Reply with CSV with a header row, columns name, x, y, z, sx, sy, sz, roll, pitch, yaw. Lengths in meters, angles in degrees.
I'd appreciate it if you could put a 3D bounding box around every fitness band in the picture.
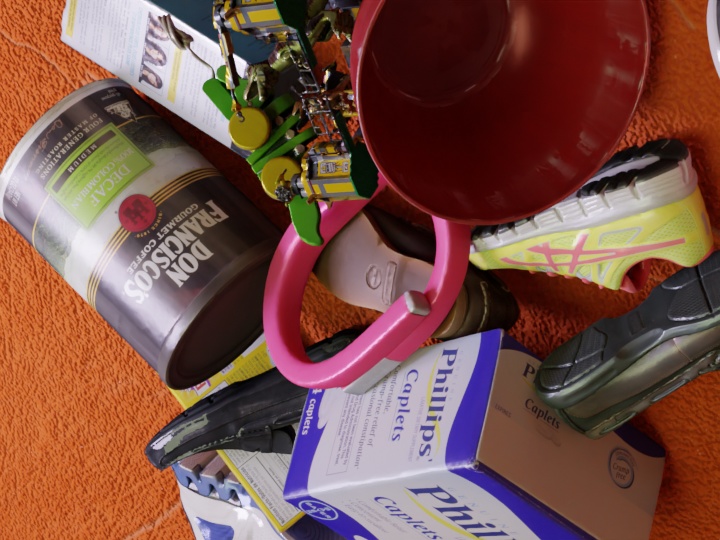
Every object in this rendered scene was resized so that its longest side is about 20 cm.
name,x,y,z,sx,sy,sz,roll,pitch,yaw
fitness band,0.000,0.000,1.410,0.200,0.037,0.144,-42,52,36

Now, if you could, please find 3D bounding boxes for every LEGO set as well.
name,x,y,z,sx,sy,sz,roll,pitch,yaw
LEGO set,-0.051,-0.140,1.325,0.115,0.154,0.201,-3,135,31

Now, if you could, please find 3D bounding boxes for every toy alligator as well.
name,x,y,z,sx,sy,sz,roll,pitch,yaw
toy alligator,-0.068,-0.111,1.419,0.054,0.059,0.201,-34,86,6

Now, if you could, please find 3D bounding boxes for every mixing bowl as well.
name,x,y,z,sx,sy,sz,roll,pitch,yaw
mixing bowl,0.070,-0.140,1.270,0.108,0.199,0.201,-136,32,-59

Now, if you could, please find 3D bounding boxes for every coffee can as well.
name,x,y,z,sx,sy,sz,roll,pitch,yaw
coffee can,-0.162,-0.028,1.542,0.200,0.146,0.147,43,137,17

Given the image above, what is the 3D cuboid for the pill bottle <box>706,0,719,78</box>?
name,x,y,z,sx,sy,sz,roll,pitch,yaw
pill bottle,0.297,-0.150,1.099,0.199,0.112,0.113,-19,104,46

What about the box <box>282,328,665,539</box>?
name,x,y,z,sx,sy,sz,roll,pitch,yaw
box,0.080,0.145,1.431,0.184,0.106,0.199,35,146,-31

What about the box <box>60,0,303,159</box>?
name,x,y,z,sx,sy,sz,roll,pitch,yaw
box,-0.134,-0.168,1.507,0.199,0.049,0.083,33,134,20

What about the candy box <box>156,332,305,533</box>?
name,x,y,z,sx,sy,sz,roll,pitch,yaw
candy box,-0.085,0.100,1.612,0.200,0.102,0.026,53,179,1

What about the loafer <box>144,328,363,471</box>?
name,x,y,z,sx,sy,sz,roll,pitch,yaw
loafer,-0.072,0.114,1.560,0.200,0.068,0.071,-25,92,6

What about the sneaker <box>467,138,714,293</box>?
name,x,y,z,sx,sy,sz,roll,pitch,yaw
sneaker,0.150,-0.019,1.341,0.199,0.078,0.091,-13,116,48

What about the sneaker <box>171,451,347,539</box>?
name,x,y,z,sx,sy,sz,roll,pitch,yaw
sneaker,-0.081,0.211,1.699,0.199,0.080,0.116,29,139,27

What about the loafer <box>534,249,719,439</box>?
name,x,y,z,sx,sy,sz,roll,pitch,yaw
loafer,0.211,0.046,1.317,0.199,0.072,0.063,-30,118,23

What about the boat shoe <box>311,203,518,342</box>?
name,x,y,z,sx,sy,sz,roll,pitch,yaw
boat shoe,0.033,0.001,1.454,0.200,0.070,0.071,36,117,46
